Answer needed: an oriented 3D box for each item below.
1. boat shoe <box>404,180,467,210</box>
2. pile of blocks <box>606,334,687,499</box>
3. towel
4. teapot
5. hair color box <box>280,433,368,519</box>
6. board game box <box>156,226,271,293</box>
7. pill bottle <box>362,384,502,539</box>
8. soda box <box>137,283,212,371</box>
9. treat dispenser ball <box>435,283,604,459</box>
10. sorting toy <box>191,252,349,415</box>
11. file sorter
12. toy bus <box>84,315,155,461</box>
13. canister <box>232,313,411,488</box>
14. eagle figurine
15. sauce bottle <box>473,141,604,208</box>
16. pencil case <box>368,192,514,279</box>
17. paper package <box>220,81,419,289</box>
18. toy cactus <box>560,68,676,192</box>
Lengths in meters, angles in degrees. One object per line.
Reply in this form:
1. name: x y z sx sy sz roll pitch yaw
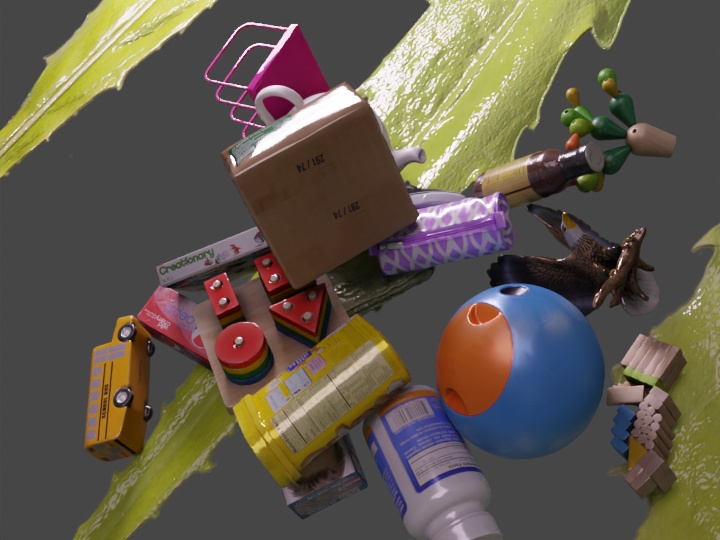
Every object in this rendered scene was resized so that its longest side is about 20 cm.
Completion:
1. boat shoe: 0.059 -0.099 1.249 0.196 0.073 0.072 -3 52 -1
2. pile of blocks: 0.337 0.177 1.017 0.081 0.062 0.202 -7 50 39
3. towel: 0.000 0.000 1.271 0.198 0.037 0.149 -30 52 1
4. teapot: -0.037 -0.197 1.302 0.197 0.146 0.200 -21 74 -25
5. hair color box: -0.072 0.210 1.144 0.099 0.061 0.202 -26 53 2
6. board game box: -0.187 -0.017 1.285 0.197 0.126 0.035 -20 79 14
7. pill bottle: 0.087 0.248 1.027 0.111 0.113 0.201 -29 53 0
8. soda box: -0.238 0.095 1.281 0.198 0.064 0.070 23 68 31
9. treat dispenser ball: 0.186 0.118 1.019 0.197 0.202 0.204 -10 55 14
10. sorting toy: -0.123 0.065 1.180 0.197 0.070 0.200 -24 46 -8
11. file sorter: -0.144 -0.283 1.411 0.124 0.201 0.140 17 65 32
12. toy bus: -0.354 0.171 1.275 0.077 0.065 0.203 -16 54 12
13. canister: -0.047 0.152 1.054 0.199 0.087 0.148 -38 20 -7
14. eagle figurine: 0.285 -0.015 1.136 0.149 0.154 0.199 -7 4 -30
15. sauce bottle: 0.245 -0.129 1.191 0.199 0.064 0.066 -13 47 51
16. pencil case: 0.109 -0.050 1.168 0.197 0.085 0.086 -14 79 22
17. paper package: -0.051 -0.111 1.123 0.198 0.192 0.104 -30 29 -5
18. toy cactus: 0.364 -0.189 1.238 0.162 0.103 0.202 15 60 7
